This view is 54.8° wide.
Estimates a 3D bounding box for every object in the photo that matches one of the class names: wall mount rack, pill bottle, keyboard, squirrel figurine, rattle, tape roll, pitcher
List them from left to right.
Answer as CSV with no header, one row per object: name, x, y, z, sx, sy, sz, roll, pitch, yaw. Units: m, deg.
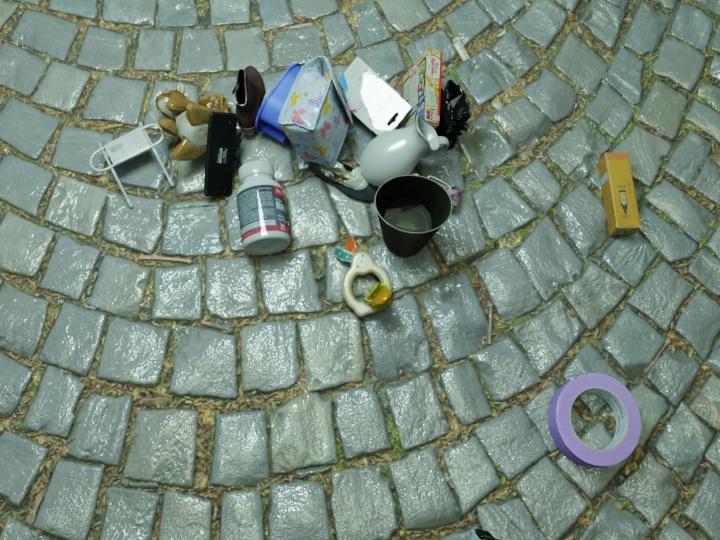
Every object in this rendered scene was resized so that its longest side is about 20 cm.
wall mount rack,-0.558,-0.267,1.721,0.197,0.075,0.176,-29,72,-11
squirrel figurine,-0.416,-0.383,1.741,0.197,0.144,0.186,-9,40,-42
keyboard,-0.340,-0.286,1.710,0.102,0.039,0.206,-4,110,-39
pill bottle,-0.238,-0.152,1.672,0.116,0.120,0.206,-9,73,-6
rattle,0.000,0.000,1.631,0.127,0.143,0.205,-19,79,11
pitcher,0.110,-0.285,1.707,0.197,0.170,0.124,-28,66,32
tape roll,0.532,0.341,1.585,0.194,0.066,0.206,1,72,-2

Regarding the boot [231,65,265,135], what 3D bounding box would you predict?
boot,-0.280,-0.459,1.742,0.070,0.167,0.206,0,72,-3

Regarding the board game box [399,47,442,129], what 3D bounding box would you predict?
board game box,0.151,-0.432,1.761,0.045,0.151,0.206,11,72,-20

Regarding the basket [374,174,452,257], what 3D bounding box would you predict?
basket,0.115,-0.118,1.637,0.174,0.201,0.140,5,72,0

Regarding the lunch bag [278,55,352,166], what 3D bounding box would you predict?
lunch bag,-0.093,-0.385,1.666,0.124,0.170,0.205,13,71,20

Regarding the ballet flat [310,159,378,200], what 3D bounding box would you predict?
ballet flat,-0.037,-0.237,1.736,0.196,0.073,0.074,27,73,5

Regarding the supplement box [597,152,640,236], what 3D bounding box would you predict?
supplement box,0.653,-0.193,1.758,0.064,0.069,0.206,-1,71,-2

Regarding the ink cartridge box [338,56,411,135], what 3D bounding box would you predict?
ink cartridge box,0.032,-0.433,1.784,0.200,0.068,0.116,44,98,11

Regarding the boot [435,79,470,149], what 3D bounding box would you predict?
boot,0.214,-0.421,1.756,0.071,0.163,0.203,-13,73,-9

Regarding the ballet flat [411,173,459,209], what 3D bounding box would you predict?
ballet flat,0.155,-0.200,1.716,0.194,0.069,0.073,6,95,-16

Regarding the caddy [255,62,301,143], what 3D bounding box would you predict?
caddy,-0.191,-0.425,1.751,0.104,0.142,0.202,33,73,3

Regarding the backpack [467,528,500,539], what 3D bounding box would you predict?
backpack,0.289,0.636,1.436,0.198,0.167,0.127,38,79,15
